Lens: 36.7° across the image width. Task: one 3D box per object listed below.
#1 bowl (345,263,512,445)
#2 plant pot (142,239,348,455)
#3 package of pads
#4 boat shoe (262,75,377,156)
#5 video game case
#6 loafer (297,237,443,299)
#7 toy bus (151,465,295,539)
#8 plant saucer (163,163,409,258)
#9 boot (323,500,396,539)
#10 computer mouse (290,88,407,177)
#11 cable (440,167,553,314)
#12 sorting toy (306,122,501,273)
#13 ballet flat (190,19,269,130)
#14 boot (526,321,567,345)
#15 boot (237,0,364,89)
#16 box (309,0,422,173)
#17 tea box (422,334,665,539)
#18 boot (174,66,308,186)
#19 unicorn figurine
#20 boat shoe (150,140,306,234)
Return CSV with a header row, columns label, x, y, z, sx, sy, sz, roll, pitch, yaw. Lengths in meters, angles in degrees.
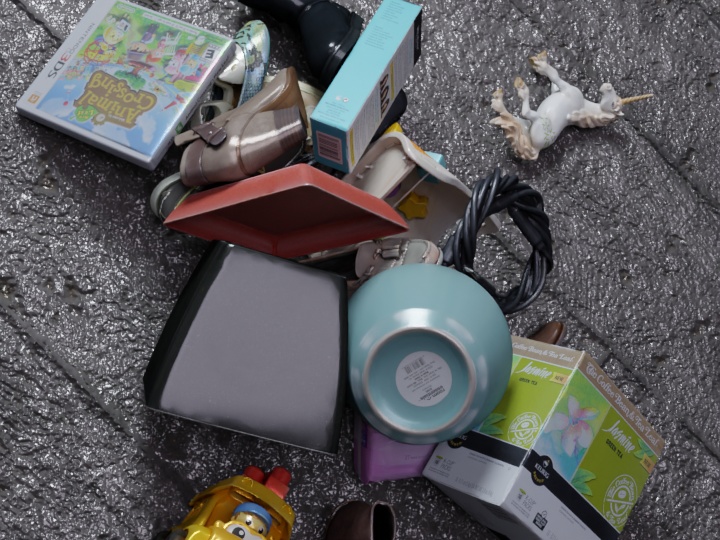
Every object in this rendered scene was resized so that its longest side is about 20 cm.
label,x,y,z,sx,sy,sz,roll,pitch,yaw
bowl,0.062,0.101,1.139,0.198,0.105,0.203,1,101,6
plant pot,-0.111,0.070,1.161,0.197,0.200,0.179,16,88,-13
package of pads,0.055,0.141,1.252,0.119,0.076,0.202,-2,101,-19
boat shoe,-0.055,-0.173,1.326,0.198,0.072,0.066,24,67,-16
video game case,-0.269,-0.222,1.246,0.198,0.022,0.183,23,69,21
loafer,0.000,0.000,1.234,0.063,0.199,0.072,48,45,-27
toy bus,-0.130,0.280,1.134,0.135,0.200,0.193,37,62,-6
plant saucer,-0.078,-0.063,1.184,0.199,0.198,0.037,21,63,-54
boot,-0.014,0.347,1.164,0.072,0.166,0.202,11,74,-14
computer mouse,-0.011,-0.162,1.290,0.059,0.034,0.200,50,63,-12
cable,0.165,-0.028,1.272,0.199,0.050,0.165,21,82,-48
sorting toy,0.067,-0.063,1.302,0.179,0.200,0.107,31,38,-21
ballet flat,-0.158,-0.200,1.269,0.073,0.074,0.202,13,92,-14
boot,0.136,0.061,1.336,0.186,0.064,0.200,-42,89,-22
boot,-0.083,-0.306,1.304,0.167,0.077,0.201,30,26,-10
box,0.009,-0.217,1.258,0.049,0.083,0.201,22,62,14
tea box,0.213,0.213,1.241,0.200,0.133,0.198,43,70,-33
boot,-0.132,-0.159,1.198,0.145,0.200,0.071,-19,115,5
unicorn figurine,0.263,-0.220,1.442,0.200,0.074,0.138,-41,101,-7
boat shoe,-0.140,-0.105,1.244,0.200,0.072,0.061,-33,45,-16
